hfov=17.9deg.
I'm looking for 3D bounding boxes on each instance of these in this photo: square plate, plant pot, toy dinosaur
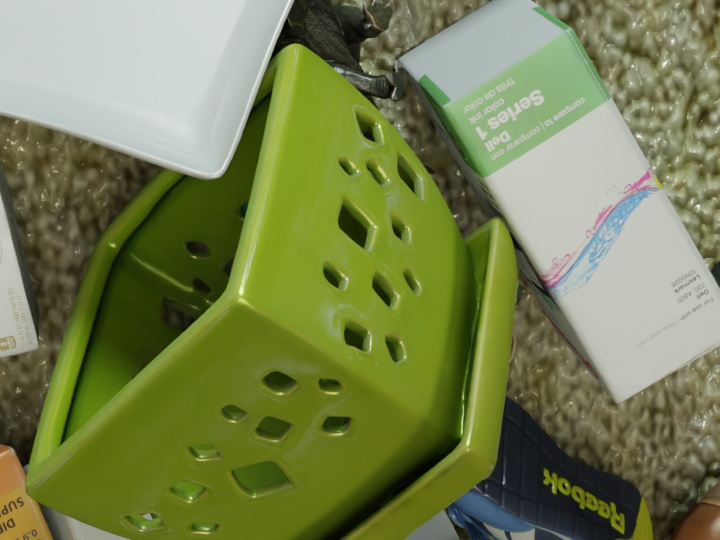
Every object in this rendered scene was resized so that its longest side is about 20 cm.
[{"bbox_3d":[-0.126,-0.153,1.198,0.199,0.028,0.199,17,69,14],"label":"square plate"},{"bbox_3d":[-0.033,0.041,1.185,0.181,0.200,0.200,32,130,-20],"label":"plant pot"},{"bbox_3d":[-0.029,-0.129,1.273,0.200,0.102,0.077,35,69,-27],"label":"toy dinosaur"}]

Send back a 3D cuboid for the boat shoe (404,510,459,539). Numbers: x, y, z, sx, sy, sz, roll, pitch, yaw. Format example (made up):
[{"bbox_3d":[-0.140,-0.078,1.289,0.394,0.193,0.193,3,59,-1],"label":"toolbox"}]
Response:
[{"bbox_3d":[0.033,0.187,1.373,0.073,0.068,0.200,-38,132,-7],"label":"boat shoe"}]

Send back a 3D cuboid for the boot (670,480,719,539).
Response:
[{"bbox_3d":[0.259,0.225,1.383,0.200,0.077,0.155,46,65,-13],"label":"boot"}]

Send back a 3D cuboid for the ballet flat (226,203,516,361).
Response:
[{"bbox_3d":[0.000,0.000,1.316,0.200,0.067,0.068,35,103,-15],"label":"ballet flat"}]

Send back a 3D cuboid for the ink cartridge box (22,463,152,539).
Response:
[{"bbox_3d":[-0.093,0.183,1.327,0.145,0.083,0.201,-22,108,-22],"label":"ink cartridge box"}]

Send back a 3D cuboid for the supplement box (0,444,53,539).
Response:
[{"bbox_3d":[-0.188,0.200,1.268,0.066,0.069,0.201,-27,101,-25],"label":"supplement box"}]

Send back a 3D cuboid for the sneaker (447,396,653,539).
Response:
[{"bbox_3d":[0.086,0.135,1.345,0.082,0.074,0.200,-23,132,39],"label":"sneaker"}]

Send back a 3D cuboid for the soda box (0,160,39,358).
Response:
[{"bbox_3d":[-0.232,-0.049,1.269,0.068,0.064,0.201,-13,106,-4],"label":"soda box"}]

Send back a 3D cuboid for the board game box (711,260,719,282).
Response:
[{"bbox_3d":[0.288,-0.052,1.310,0.028,0.135,0.200,34,98,-16],"label":"board game box"}]

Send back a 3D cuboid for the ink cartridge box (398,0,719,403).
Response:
[{"bbox_3d":[0.114,-0.043,1.280,0.084,0.145,0.201,-32,108,0],"label":"ink cartridge box"}]
